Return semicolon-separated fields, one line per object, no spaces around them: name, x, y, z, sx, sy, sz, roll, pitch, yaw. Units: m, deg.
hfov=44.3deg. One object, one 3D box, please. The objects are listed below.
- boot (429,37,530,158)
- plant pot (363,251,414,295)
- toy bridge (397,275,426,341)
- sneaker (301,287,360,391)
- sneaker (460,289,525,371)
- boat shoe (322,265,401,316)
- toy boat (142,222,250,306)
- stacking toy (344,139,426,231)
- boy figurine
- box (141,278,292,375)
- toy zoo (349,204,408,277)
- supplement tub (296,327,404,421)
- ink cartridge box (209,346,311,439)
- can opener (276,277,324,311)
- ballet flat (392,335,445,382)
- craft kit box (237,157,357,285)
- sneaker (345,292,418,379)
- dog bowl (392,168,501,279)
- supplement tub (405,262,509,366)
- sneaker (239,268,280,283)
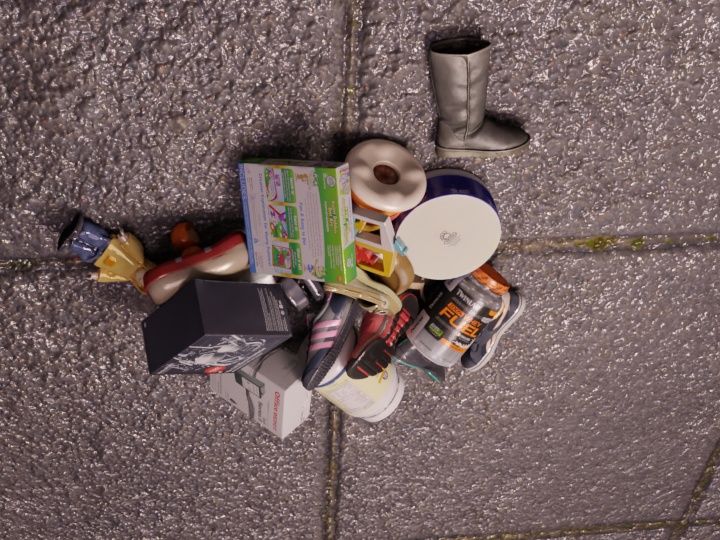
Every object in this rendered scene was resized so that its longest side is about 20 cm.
boot;0.200;-0.285;1.458;0.181;0.073;0.201;-6;124;-6
plant pot;0.000;0.000;1.634;0.199;0.028;0.200;12;147;8
toy bridge;0.102;0.088;1.781;0.067;0.027;0.201;3;130;-15
sneaker;-0.075;0.125;1.661;0.082;0.201;0.070;24;168;17
sneaker;0.247;0.115;1.796;0.079;0.079;0.201;19;114;-29
boat shoe;0.003;0.044;1.585;0.073;0.063;0.201;11;163;37
toy boat;-0.294;-0.026;1.562;0.199;0.131;0.131;-21;167;-12
stacking toy;0.019;-0.119;1.549;0.145;0.147;0.200;8;147;-15
boy figurine;-0.441;-0.018;1.580;0.124;0.065;0.200;-41;122;20
box;-0.256;0.104;1.556;0.181;0.105;0.200;5;152;-41
toy zoo;-0.011;-0.059;1.506;0.199;0.020;0.132;19;141;22
supplement tub;-0.018;0.206;1.785;0.145;0.145;0.200;-34;127;20
ink cartridge box;-0.197;0.212;1.728;0.199;0.084;0.147;29;135;24
can opener;-0.129;-0.020;1.605;0.063;0.079;0.201;1;127;47
ballet flat;0.135;0.179;1.829;0.073;0.073;0.200;-33;144;19
craft kit box;-0.106;-0.085;1.482;0.197;0.048;0.201;9;113;31
sneaker;0.030;0.123;1.701;0.200;0.087;0.074;-52;130;-16
dog bowl;0.153;-0.082;1.609;0.199;0.079;0.201;-5;131;-5
supplement tub;0.190;0.077;1.710;0.122;0.123;0.200;28;108;-29
sneaker;-0.231;0.024;1.656;0.199;0.071;0.081;-14;116;0
